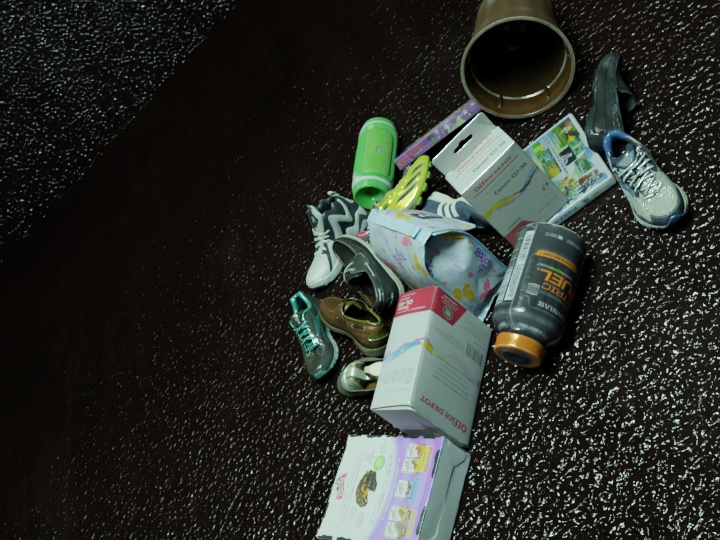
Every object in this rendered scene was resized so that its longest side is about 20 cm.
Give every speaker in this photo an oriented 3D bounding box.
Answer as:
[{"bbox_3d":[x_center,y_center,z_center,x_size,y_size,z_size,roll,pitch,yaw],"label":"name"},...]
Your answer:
[{"bbox_3d":[0.031,-0.225,1.763,0.088,0.088,0.200,-24,43,35],"label":"speaker"}]

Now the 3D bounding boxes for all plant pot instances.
[{"bbox_3d":[0.287,-0.420,1.558,0.200,0.200,0.199,-28,34,31],"label":"plant pot"}]

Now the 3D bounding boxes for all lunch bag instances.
[{"bbox_3d":[0.121,-0.027,1.374,0.127,0.200,0.169,-57,33,-7],"label":"lunch bag"}]

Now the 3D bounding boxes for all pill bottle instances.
[{"bbox_3d":[0.257,0.039,1.239,0.106,0.106,0.200,-4,57,48],"label":"pill bottle"}]

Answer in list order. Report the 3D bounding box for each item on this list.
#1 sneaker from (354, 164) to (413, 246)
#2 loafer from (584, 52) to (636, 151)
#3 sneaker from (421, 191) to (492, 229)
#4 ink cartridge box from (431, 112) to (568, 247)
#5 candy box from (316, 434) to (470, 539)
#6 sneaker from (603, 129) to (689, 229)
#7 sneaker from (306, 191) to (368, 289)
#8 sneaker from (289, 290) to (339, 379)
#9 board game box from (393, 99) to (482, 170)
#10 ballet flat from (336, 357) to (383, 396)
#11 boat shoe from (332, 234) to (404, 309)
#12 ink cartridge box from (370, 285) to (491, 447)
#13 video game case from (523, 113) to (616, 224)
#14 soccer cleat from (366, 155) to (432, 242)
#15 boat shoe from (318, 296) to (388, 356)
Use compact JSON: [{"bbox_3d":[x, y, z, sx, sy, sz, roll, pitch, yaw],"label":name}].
[{"bbox_3d":[0.060,-0.120,1.619,0.200,0.075,0.081,-63,4,-18],"label":"sneaker"},{"bbox_3d":[0.415,-0.277,1.383,0.070,0.068,0.201,0,55,27],"label":"loafer"},{"bbox_3d":[0.166,-0.082,1.489,0.085,0.075,0.200,-56,24,-8],"label":"sneaker"},{"bbox_3d":[0.218,-0.139,1.322,0.116,0.200,0.068,-45,34,11],"label":"ink cartridge box"},{"bbox_3d":[0.048,0.333,1.247,0.200,0.072,0.168,-9,53,45],"label":"candy box"},{"bbox_3d":[0.406,-0.137,1.242,0.077,0.085,0.200,-40,36,18],"label":"sneaker"},{"bbox_3d":[-0.079,-0.071,1.713,0.199,0.130,0.079,-54,33,-3],"label":"sneaker"},{"bbox_3d":[-0.098,0.118,1.598,0.078,0.091,0.200,-38,36,21],"label":"sneaker"},{"bbox_3d":[0.160,-0.276,1.662,0.200,0.032,0.120,-35,11,24],"label":"board game box"},{"bbox_3d":[0.016,0.174,1.432,0.200,0.064,0.068,-12,64,44],"label":"ballet flat"},{"bbox_3d":[0.000,0.000,1.555,0.200,0.067,0.072,47,142,39],"label":"boat shoe"},{"bbox_3d":[0.110,0.147,1.276,0.085,0.148,0.200,-12,49,44],"label":"ink cartridge box"},{"bbox_3d":[0.315,-0.153,1.420,0.182,0.022,0.200,-38,36,21],"label":"video game case"},{"bbox_3d":[0.073,-0.128,1.553,0.065,0.083,0.201,76,-144,-76],"label":"soccer cleat"},{"bbox_3d":[-0.011,0.081,1.530,0.072,0.068,0.200,-24,32,-28],"label":"boat shoe"}]
